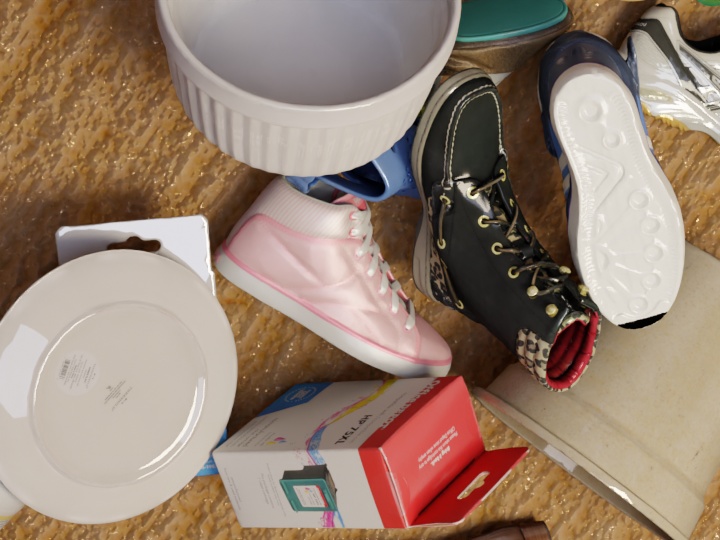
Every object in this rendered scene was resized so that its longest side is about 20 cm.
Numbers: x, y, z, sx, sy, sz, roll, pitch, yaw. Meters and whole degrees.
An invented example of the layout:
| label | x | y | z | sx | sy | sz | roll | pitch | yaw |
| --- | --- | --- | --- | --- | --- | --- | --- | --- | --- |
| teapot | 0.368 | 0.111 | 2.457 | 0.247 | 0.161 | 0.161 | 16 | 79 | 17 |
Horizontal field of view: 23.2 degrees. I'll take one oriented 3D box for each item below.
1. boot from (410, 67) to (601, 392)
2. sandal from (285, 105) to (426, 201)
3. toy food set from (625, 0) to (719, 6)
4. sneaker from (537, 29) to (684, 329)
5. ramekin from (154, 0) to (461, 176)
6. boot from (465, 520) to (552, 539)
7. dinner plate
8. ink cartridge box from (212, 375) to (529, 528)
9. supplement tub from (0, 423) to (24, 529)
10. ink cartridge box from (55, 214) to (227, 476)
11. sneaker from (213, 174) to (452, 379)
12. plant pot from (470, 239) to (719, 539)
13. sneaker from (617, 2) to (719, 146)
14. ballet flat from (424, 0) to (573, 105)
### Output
| label | x | y | z | sx | sy | sz | roll | pitch | yaw |
| --- | --- | --- | --- | --- | --- | --- | --- | --- | --- |
| boot | 0.106 | -0.026 | 1.215 | 0.073 | 0.154 | 0.204 | -25 | 138 | -28 |
| sandal | 0.009 | -0.080 | 1.265 | 0.199 | 0.087 | 0.080 | 12 | 131 | -27 |
| toy food set | 0.248 | -0.289 | 1.263 | 0.197 | 0.049 | 0.201 | -3 | 109 | -19 |
| sneaker | 0.178 | -0.074 | 1.258 | 0.080 | 0.147 | 0.201 | -15 | 110 | 9 |
| ramekin | -0.039 | -0.157 | 1.176 | 0.199 | 0.201 | 0.105 | 0 | 149 | -8 |
| boot | 0.063 | 0.301 | 1.407 | 0.199 | 0.064 | 0.187 | -10 | 93 | -8 |
| dinner plate | -0.172 | 0.085 | 1.235 | 0.199 | 0.024 | 0.201 | -7 | 104 | -30 |
| ink cartridge box | 0.008 | 0.132 | 1.275 | 0.199 | 0.116 | 0.067 | -6 | 110 | 37 |
| supplement tub | -0.329 | 0.156 | 1.274 | 0.145 | 0.145 | 0.200 | 43 | 96 | -16 |
| ink cartridge box | -0.163 | 0.052 | 1.307 | 0.115 | 0.068 | 0.201 | -5 | 106 | -8 |
| sneaker | 0.000 | 0.000 | 1.310 | 0.200 | 0.075 | 0.105 | 30 | 105 | -10 |
| plant pot | 0.217 | 0.079 | 1.315 | 0.200 | 0.200 | 0.184 | 38 | 86 | -15 |
| sneaker | 0.285 | -0.132 | 1.312 | 0.199 | 0.076 | 0.088 | 24 | 101 | -14 |
| ballet flat | 0.057 | -0.155 | 1.287 | 0.199 | 0.068 | 0.073 | -9 | 126 | -5 |
